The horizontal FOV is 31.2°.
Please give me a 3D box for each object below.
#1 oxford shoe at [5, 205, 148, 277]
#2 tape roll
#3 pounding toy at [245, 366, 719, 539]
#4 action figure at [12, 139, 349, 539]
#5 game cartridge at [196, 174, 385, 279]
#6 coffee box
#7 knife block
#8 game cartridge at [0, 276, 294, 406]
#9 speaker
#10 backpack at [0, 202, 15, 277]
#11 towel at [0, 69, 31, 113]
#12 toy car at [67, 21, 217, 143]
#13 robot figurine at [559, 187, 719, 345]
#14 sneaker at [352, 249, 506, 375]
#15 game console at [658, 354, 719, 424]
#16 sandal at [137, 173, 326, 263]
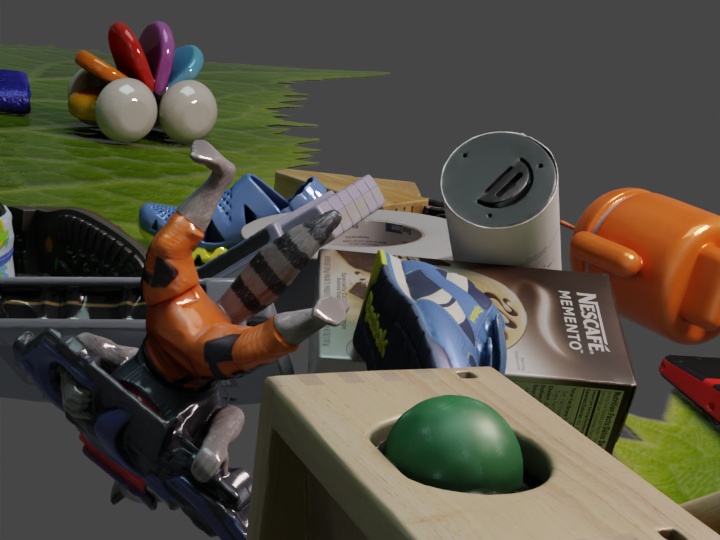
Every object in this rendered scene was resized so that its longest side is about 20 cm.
[{"bbox_3d":[-0.217,-0.019,1.054,0.199,0.074,0.084,21,19,41],"label":"oxford shoe"},{"bbox_3d":[0.000,0.000,1.061,0.197,0.067,0.200,1,14,0],"label":"tape roll"},{"bbox_3d":[0.056,0.119,0.442,0.140,0.203,0.184,0,17,-25],"label":"pounding toy"},{"bbox_3d":[-0.069,0.063,0.664,0.200,0.194,0.104,43,31,9],"label":"action figure"},{"bbox_3d":[-0.085,-0.002,0.909,0.199,0.039,0.130,-30,-1,21],"label":"game cartridge"},{"bbox_3d":[0.066,0.057,0.835,0.197,0.081,0.114,5,37,-6],"label":"coffee box"},{"bbox_3d":[0.011,-0.042,1.250,0.197,0.065,0.176,6,15,-4],"label":"knife block"},{"bbox_3d":[-0.142,0.046,0.774,0.197,0.041,0.134,1,-29,4],"label":"game cartridge"},{"bbox_3d":[0.106,-0.009,0.924,0.080,0.201,0.082,-5,57,8],"label":"speaker"},{"bbox_3d":[-0.308,-0.005,0.869,0.162,0.156,0.199,-3,-4,-39],"label":"backpack"},{"bbox_3d":[-0.560,-0.258,1.789,0.197,0.050,0.148,1,16,-20],"label":"towel"},{"bbox_3d":[-0.289,-0.255,1.711,0.198,0.152,0.175,-3,18,-33],"label":"toy car"},{"bbox_3d":[0.266,-0.006,1.143,0.143,0.118,0.199,-31,32,-20],"label":"robot figurine"},{"bbox_3d":[0.047,0.048,0.696,0.081,0.075,0.200,15,22,-12],"label":"sneaker"},{"bbox_3d":[0.347,0.102,0.967,0.197,0.031,0.177,4,10,-13],"label":"game console"},{"bbox_3d":[-0.106,-0.050,1.187,0.197,0.088,0.080,4,17,-3],"label":"sandal"}]
